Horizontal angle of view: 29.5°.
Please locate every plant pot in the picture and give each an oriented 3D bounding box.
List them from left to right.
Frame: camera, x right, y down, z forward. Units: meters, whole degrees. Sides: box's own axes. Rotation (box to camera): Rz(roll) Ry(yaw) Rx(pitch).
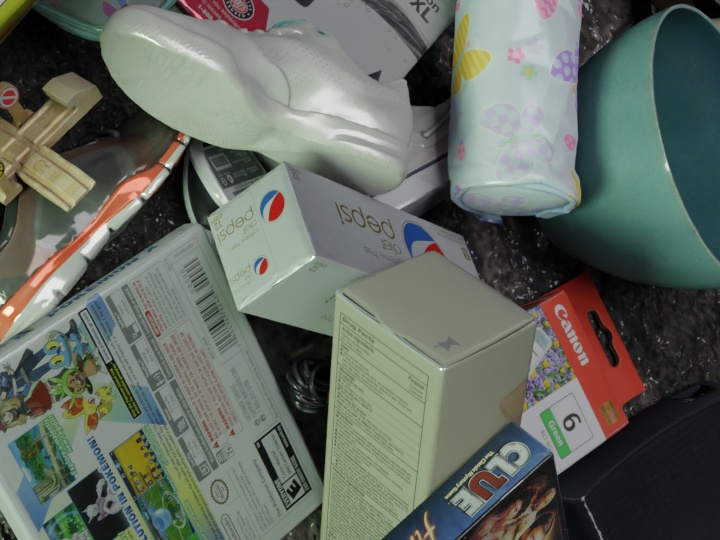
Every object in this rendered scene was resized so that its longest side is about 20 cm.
[{"bbox_3d":[0.200,-0.073,0.986,0.200,0.135,0.200,23,59,-46],"label":"plant pot"}]

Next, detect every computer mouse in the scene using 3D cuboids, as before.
[{"bbox_3d":[-0.057,0.000,0.868,0.200,0.044,0.110,58,26,2],"label":"computer mouse"}]

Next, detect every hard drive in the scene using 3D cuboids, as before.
[{"bbox_3d":[0.230,0.172,1.004,0.200,0.042,0.135,-25,91,-34],"label":"hard drive"}]

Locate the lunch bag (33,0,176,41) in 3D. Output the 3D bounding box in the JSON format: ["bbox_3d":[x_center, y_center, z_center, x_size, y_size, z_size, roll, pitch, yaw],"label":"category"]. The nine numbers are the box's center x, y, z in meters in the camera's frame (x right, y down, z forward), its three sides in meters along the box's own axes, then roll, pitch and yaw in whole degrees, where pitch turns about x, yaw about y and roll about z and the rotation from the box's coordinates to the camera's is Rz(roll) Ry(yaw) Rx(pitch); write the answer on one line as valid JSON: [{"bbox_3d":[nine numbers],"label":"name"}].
[{"bbox_3d":[-0.180,-0.230,0.809,0.200,0.077,0.160,28,63,11],"label":"lunch bag"}]

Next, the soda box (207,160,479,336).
[{"bbox_3d":[0.000,0.000,0.845,0.200,0.064,0.068,18,45,-52],"label":"soda box"}]

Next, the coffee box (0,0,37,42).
[{"bbox_3d":[-0.291,-0.145,0.678,0.200,0.200,0.198,42,60,-16],"label":"coffee box"}]

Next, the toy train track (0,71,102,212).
[{"bbox_3d":[-0.225,-0.043,0.759,0.200,0.115,0.033,-49,146,-16],"label":"toy train track"}]

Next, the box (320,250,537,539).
[{"bbox_3d":[0.036,0.100,0.810,0.078,0.095,0.200,-23,133,-34],"label":"box"}]

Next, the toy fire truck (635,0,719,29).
[{"bbox_3d":[0.317,-0.258,1.147,0.200,0.129,0.176,-42,100,-23],"label":"toy fire truck"}]

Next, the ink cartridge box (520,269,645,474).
[{"bbox_3d":[0.131,0.078,0.964,0.200,0.050,0.109,-27,91,-33],"label":"ink cartridge box"}]

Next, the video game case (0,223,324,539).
[{"bbox_3d":[-0.121,0.102,0.789,0.182,0.022,0.200,-37,114,-33],"label":"video game case"}]

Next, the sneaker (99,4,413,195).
[{"bbox_3d":[-0.057,-0.118,0.806,0.200,0.075,0.089,23,64,-27],"label":"sneaker"}]

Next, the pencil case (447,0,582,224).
[{"bbox_3d":[0.107,-0.134,0.899,0.091,0.083,0.200,5,79,-19],"label":"pencil case"}]

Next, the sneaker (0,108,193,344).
[{"bbox_3d":[-0.170,-0.051,0.804,0.082,0.077,0.200,40,59,-9],"label":"sneaker"}]

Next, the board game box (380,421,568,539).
[{"bbox_3d":[0.068,0.197,0.813,0.135,0.035,0.200,-40,140,-20],"label":"board game box"}]

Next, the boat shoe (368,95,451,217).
[{"bbox_3d":[0.044,-0.084,0.947,0.200,0.072,0.066,-38,84,-29],"label":"boat shoe"}]

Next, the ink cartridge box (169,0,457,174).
[{"bbox_3d":[-0.032,-0.175,0.915,0.145,0.083,0.200,46,59,-13],"label":"ink cartridge box"}]
